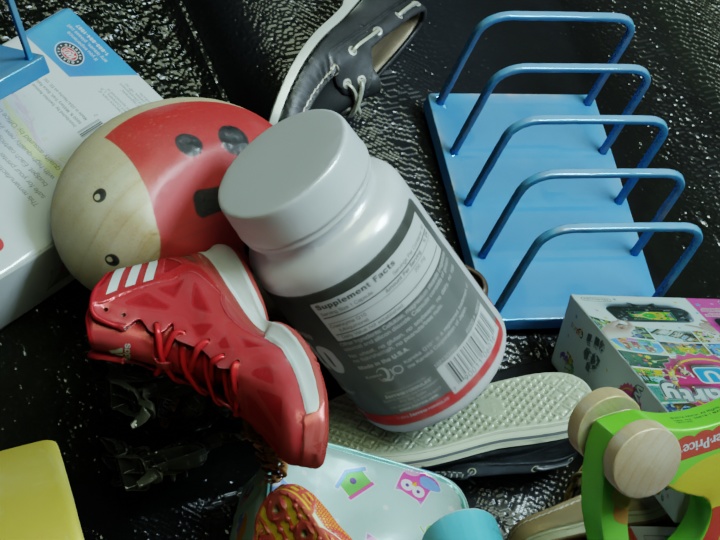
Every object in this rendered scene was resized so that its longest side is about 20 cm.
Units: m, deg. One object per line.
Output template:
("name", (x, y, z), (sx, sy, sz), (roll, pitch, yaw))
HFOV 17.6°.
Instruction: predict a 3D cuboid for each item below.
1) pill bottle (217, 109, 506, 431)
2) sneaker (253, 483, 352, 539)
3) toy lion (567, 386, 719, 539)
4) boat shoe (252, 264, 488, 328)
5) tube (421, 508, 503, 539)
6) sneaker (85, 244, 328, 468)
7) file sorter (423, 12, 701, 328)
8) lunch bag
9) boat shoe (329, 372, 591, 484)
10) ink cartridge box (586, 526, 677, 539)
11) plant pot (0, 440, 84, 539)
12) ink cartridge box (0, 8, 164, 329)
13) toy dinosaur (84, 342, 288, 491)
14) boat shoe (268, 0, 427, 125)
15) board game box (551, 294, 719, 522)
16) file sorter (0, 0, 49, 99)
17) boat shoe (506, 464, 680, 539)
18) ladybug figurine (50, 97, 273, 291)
("pill bottle", (0.000, 0.000, 1.491), (0.200, 0.114, 0.114), (53, 44, -32))
("sneaker", (0.006, 0.214, 1.397), (0.200, 0.073, 0.077), (55, 34, 7))
("toy lion", (0.233, 0.150, 1.460), (0.199, 0.192, 0.069), (-14, 27, -19))
("boat shoe", (-0.007, 0.013, 1.608), (0.202, 0.075, 0.075), (1, 57, -19))
("tube", (0.089, 0.234, 1.388), (0.050, 0.077, 0.200), (-31, 48, 10))
("sneaker", (-0.101, 0.061, 1.408), (0.115, 0.079, 0.200), (-9, 32, -23))
("file sorter", (0.148, -0.075, 1.686), (0.138, 0.123, 0.200), (-1, 58, -20))
("lunch bag", (-0.006, 0.215, 1.470), (0.160, 0.077, 0.200), (16, 55, -16))
("boat shoe", (0.061, 0.114, 1.574), (0.199, 0.062, 0.075), (-6, 45, -6))
("ink cartridge box", (0.184, 0.223, 1.501), (0.200, 0.050, 0.109), (9, 50, -49))
("plant pot", (-0.240, 0.216, 1.325), (0.188, 0.201, 0.201), (-15, 62, -10))
("ink cartridge box", (-0.230, -0.066, 1.575), (0.145, 0.085, 0.200), (44, 53, 13))
("toy dinosaur", (-0.098, 0.077, 1.491), (0.135, 0.200, 0.102), (-16, 99, -21))
("boat shoe", (-0.011, -0.148, 1.720), (0.060, 0.074, 0.200), (27, 44, 5))
("board game box", (0.240, 0.092, 1.592), (0.147, 0.064, 0.200), (1, 29, -24))
("file sorter", (-0.329, -0.165, 1.516), (0.139, 0.123, 0.200), (-34, 32, -30))
("boat shoe", (0.172, 0.160, 1.581), (0.200, 0.074, 0.066), (-9, 57, -36))
("ladybug figurine", (-0.109, -0.047, 1.534), (0.200, 0.072, 0.136), (-22, 102, -38))
